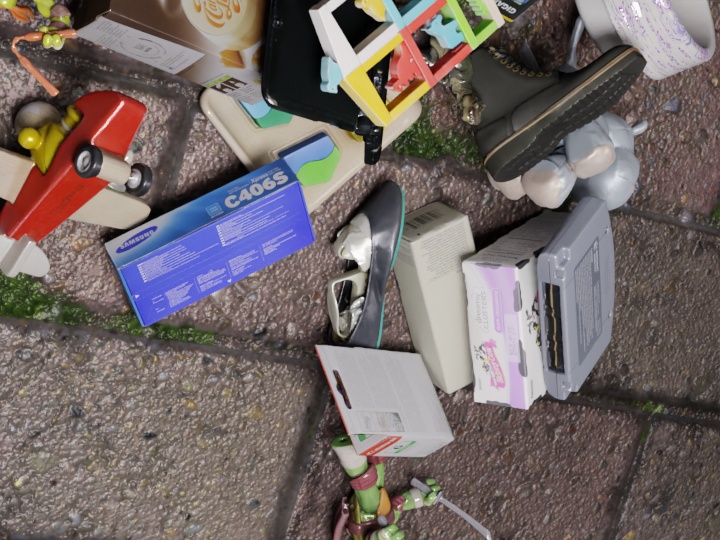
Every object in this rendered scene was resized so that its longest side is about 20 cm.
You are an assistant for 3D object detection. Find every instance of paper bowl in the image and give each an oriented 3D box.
[{"bbox_3d":[0.302,-0.306,1.535,0.200,0.104,0.201,36,44,-44],"label":"paper bowl"}]

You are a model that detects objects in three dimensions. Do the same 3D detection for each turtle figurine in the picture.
[{"bbox_3d":[-0.268,-0.267,1.229,0.161,0.064,0.201,-32,82,14],"label":"turtle figurine"},{"bbox_3d":[0.050,0.256,1.585,0.144,0.200,0.195,-30,111,-35],"label":"turtle figurine"}]

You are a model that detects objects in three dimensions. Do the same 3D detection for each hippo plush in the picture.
[{"bbox_3d":[0.232,-0.143,1.588,0.161,0.159,0.201,28,49,-51],"label":"hippo plush"}]

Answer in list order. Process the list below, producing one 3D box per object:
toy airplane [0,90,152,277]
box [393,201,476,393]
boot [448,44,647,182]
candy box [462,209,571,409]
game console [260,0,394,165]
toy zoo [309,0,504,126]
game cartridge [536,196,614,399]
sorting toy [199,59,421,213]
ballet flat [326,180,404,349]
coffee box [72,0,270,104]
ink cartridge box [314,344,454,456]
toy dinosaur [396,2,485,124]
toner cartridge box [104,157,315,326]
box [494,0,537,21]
[{"bbox_3d":[-0.294,-0.089,1.301,0.198,0.142,0.200,-15,150,-14],"label":"toy airplane"},{"bbox_3d":[0.094,0.031,1.586,0.082,0.068,0.201,-24,118,-21],"label":"box"},{"bbox_3d":[0.185,-0.206,1.475,0.200,0.139,0.077,-36,158,18],"label":"boot"},{"bbox_3d":[0.199,0.041,1.593,0.200,0.071,0.169,-31,120,-51],"label":"candy box"},{"bbox_3d":[-0.027,-0.224,1.374,0.116,0.176,0.201,6,78,1],"label":"game console"},{"bbox_3d":[0.036,-0.227,1.307,0.200,0.020,0.131,-43,118,-19],"label":"toy zoo"},{"bbox_3d":[0.238,0.026,1.534,0.133,0.040,0.201,-44,138,-39],"label":"game cartridge"},{"bbox_3d":[-0.044,-0.171,1.457,0.200,0.036,0.185,-44,122,-10],"label":"sorting toy"},{"bbox_3d":[0.000,0.000,1.524,0.073,0.073,0.201,1,109,-30],"label":"ballet flat"},{"bbox_3d":[-0.157,-0.247,1.321,0.199,0.080,0.115,17,73,-33],"label":"coffee box"},{"bbox_3d":[0.013,0.142,1.516,0.050,0.109,0.200,-34,155,28],"label":"ink cartridge box"},{"bbox_3d":[0.078,-0.244,1.479,0.088,0.047,0.201,-5,81,-15],"label":"toy dinosaur"},{"bbox_3d":[-0.149,-0.028,1.411,0.199,0.043,0.095,-27,139,-12],"label":"toner cartridge box"},{"bbox_3d":[0.089,-0.358,1.406,0.199,0.160,0.049,21,139,-34],"label":"box"}]
